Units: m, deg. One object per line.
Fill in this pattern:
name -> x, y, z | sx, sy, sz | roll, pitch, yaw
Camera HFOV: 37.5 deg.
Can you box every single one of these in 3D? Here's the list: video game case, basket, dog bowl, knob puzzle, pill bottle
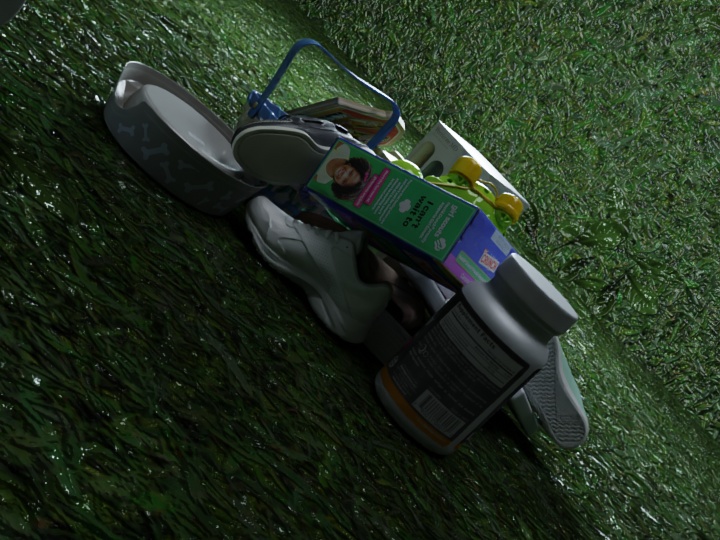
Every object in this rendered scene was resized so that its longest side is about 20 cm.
video game case -> 0.167, 0.113, 1.372 | 0.182, 0.023, 0.200 | 58, 1, 25
basket -> -0.064, -0.165, 1.311 | 0.176, 0.200, 0.139 | 30, 10, -36
dog bowl -> -0.195, -0.140, 1.163 | 0.200, 0.059, 0.200 | 40, 13, -12
video game case -> 0.100, 0.051, 1.373 | 0.200, 0.024, 0.182 | 58, 1, -24
knob puzzle -> -0.026, -0.189, 1.478 | 0.220, 0.219, 0.031 | 17, 71, -64
pill bottle -> 0.119, 0.084, 1.088 | 0.116, 0.200, 0.116 | 42, 12, -11

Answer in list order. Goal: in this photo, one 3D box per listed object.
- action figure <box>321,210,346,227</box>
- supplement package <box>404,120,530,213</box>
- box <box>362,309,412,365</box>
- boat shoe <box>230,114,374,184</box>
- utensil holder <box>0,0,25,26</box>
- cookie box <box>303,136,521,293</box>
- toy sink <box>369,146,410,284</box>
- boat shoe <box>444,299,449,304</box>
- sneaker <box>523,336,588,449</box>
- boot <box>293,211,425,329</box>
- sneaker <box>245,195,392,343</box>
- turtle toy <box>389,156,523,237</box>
action figure -> -0.061, -0.093, 1.433 | 0.200, 0.055, 0.118 | 47, 11, 30
supplement package -> 0.136, -0.104, 1.740 | 0.151, 0.200, 0.152 | 27, 20, -52
box -> 0.056, 0.104, 1.192 | 0.200, 0.041, 0.039 | 45, 12, 10
boat shoe -> -0.069, -0.143, 1.191 | 0.199, 0.075, 0.066 | 0, 45, -39
utensil holder -> -0.373, -0.313, 0.939 | 0.170, 0.170, 0.200 | 34, 19, -36
cookie box -> 0.062, -0.048, 1.170 | 0.200, 0.075, 0.171 | 30, -5, 32
toy sink -> 0.032, -0.091, 1.540 | 0.112, 0.130, 0.200 | 27, 22, -51
boat shoe -> 0.125, 0.049, 1.236 | 0.062, 0.073, 0.200 | 30, 38, 7
sneaker -> 0.235, 0.130, 1.386 | 0.118, 0.074, 0.201 | -11, 79, -82
boot -> 0.000, 0.000, 1.309 | 0.200, 0.070, 0.146 | 48, 10, -1
sneaker -> -0.040, -0.020, 1.161 | 0.200, 0.099, 0.078 | 45, 13, 8
turtle toy -> 0.107, -0.072, 1.384 | 0.200, 0.146, 0.101 | 40, -19, -11
